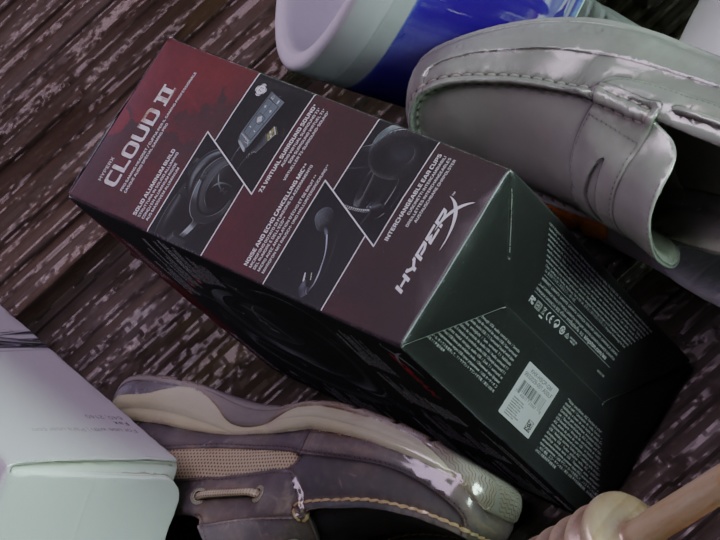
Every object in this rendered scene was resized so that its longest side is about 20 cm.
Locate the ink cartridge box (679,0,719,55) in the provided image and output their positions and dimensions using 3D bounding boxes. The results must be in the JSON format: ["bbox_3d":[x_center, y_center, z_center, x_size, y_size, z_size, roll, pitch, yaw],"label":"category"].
[{"bbox_3d":[0.168,-0.174,1.038,0.116,0.068,0.201,-6,50,49],"label":"ink cartridge box"}]

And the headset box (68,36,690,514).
[{"bbox_3d":[0.000,0.000,1.068,0.200,0.149,0.077,25,78,42],"label":"headset box"}]

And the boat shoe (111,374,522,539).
[{"bbox_3d":[-0.023,0.090,1.085,0.199,0.074,0.074,6,73,46],"label":"boat shoe"}]

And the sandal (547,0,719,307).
[{"bbox_3d":[0.117,-0.035,1.079,0.207,0.059,0.079,41,106,42],"label":"sandal"}]

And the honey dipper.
[{"bbox_3d":[0.121,0.068,0.955,0.200,0.038,0.038,-40,37,47],"label":"honey dipper"}]

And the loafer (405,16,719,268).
[{"bbox_3d":[0.102,-0.039,0.980,0.199,0.070,0.070,9,47,26],"label":"loafer"}]

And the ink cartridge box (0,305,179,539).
[{"bbox_3d":[-0.174,0.091,1.131,0.200,0.086,0.147,36,113,45],"label":"ink cartridge box"}]

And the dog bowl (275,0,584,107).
[{"bbox_3d":[0.039,-0.158,1.083,0.200,0.078,0.201,-163,90,-76],"label":"dog bowl"}]
